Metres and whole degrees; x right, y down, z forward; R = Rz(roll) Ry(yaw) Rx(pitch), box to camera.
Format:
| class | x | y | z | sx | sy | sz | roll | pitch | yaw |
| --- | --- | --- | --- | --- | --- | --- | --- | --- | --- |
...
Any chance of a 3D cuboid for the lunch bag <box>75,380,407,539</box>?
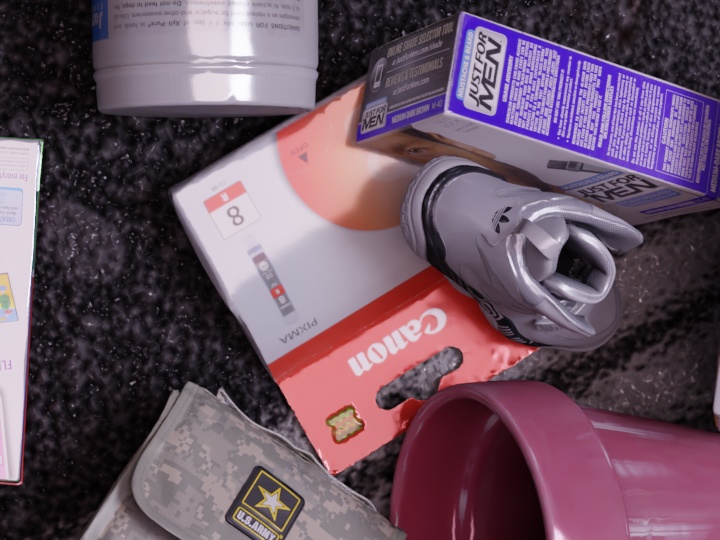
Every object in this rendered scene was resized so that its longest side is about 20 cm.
| class | x | y | z | sx | sy | sz | roll | pitch | yaw |
| --- | --- | --- | --- | --- | --- | --- | --- | --- | --- |
| lunch bag | -0.087 | 0.183 | 1.151 | 0.164 | 0.118 | 0.201 | 35 | 82 | -5 |

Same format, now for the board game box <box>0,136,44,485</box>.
| class | x | y | z | sx | sy | sz | roll | pitch | yaw |
| --- | --- | --- | --- | --- | --- | --- | --- | --- | --- |
| board game box | -0.265 | 0.019 | 1.157 | 0.152 | 0.040 | 0.202 | 4 | 91 | -9 |

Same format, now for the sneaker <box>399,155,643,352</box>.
| class | x | y | z | sx | sy | sz | roll | pitch | yaw |
| --- | --- | --- | --- | --- | --- | --- | --- | --- | --- |
| sneaker | 0.116 | 0.007 | 1.144 | 0.200 | 0.115 | 0.075 | 35 | 82 | -44 |

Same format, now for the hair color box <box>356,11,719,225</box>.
| class | x | y | z | sx | sy | sz | roll | pitch | yaw |
| --- | --- | --- | --- | --- | --- | --- | --- | --- | --- |
| hair color box | 0.111 | -0.083 | 1.152 | 0.199 | 0.109 | 0.065 | 17 | 77 | -25 |

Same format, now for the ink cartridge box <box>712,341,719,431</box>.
| class | x | y | z | sx | sy | sz | roll | pitch | yaw |
| --- | --- | --- | --- | --- | --- | --- | --- | --- | --- |
| ink cartridge box | 0.234 | -0.005 | 1.158 | 0.047 | 0.200 | 0.199 | 6 | 83 | 9 |

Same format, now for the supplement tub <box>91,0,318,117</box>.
| class | x | y | z | sx | sy | sz | roll | pitch | yaw |
| --- | --- | --- | --- | --- | --- | --- | --- | --- | --- |
| supplement tub | -0.089 | -0.190 | 1.135 | 0.131 | 0.132 | 0.202 | 0 | 90 | -9 |

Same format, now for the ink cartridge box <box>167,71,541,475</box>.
| class | x | y | z | sx | sy | sz | roll | pitch | yaw |
| --- | --- | --- | --- | --- | --- | --- | --- | --- | --- |
| ink cartridge box | 0.000 | 0.000 | 1.195 | 0.162 | 0.050 | 0.201 | -31 | 93 | -7 |

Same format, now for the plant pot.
| class | x | y | z | sx | sy | sz | roll | pitch | yaw |
| --- | --- | --- | --- | --- | --- | --- | --- | --- | --- |
| plant pot | 0.136 | 0.161 | 1.159 | 0.178 | 0.200 | 0.202 | -1 | 91 | -25 |
